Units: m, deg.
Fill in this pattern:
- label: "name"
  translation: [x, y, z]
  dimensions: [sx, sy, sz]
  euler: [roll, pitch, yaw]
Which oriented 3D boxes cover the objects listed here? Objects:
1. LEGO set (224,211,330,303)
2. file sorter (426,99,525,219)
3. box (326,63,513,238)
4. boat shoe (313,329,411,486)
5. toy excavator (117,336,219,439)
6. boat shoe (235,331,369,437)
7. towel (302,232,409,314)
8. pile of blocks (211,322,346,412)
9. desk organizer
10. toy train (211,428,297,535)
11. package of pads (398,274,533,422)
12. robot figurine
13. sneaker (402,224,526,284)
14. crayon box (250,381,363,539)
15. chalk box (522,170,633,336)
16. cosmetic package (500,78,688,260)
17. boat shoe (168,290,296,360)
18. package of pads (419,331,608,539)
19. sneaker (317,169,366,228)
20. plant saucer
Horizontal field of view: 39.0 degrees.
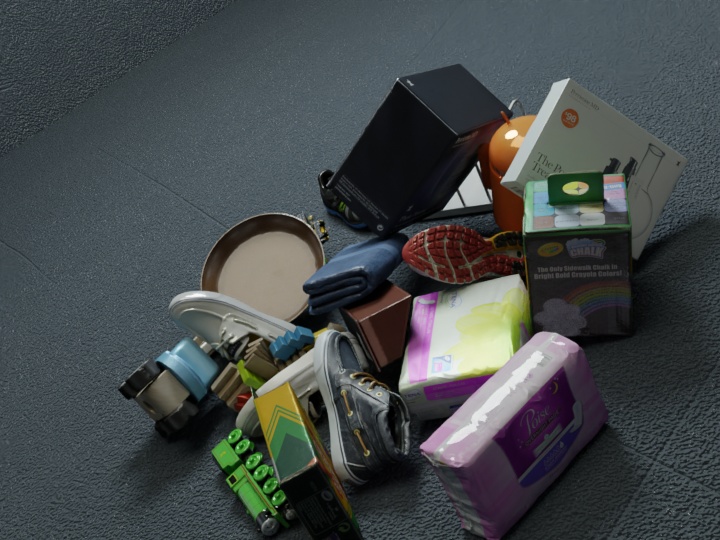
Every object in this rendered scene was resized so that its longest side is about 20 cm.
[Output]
- label: "LEGO set"
  translation: [-0.123, 0.004, 1.615]
  dimensions: [0.199, 0.116, 0.154]
  euler: [-30, 58, 2]
- label: "file sorter"
  translation: [0.167, -0.178, 1.614]
  dimensions: [0.199, 0.125, 0.139]
  euler: [-6, 36, 32]
- label: "box"
  translation: [0.087, -0.172, 1.448]
  dimensions: [0.200, 0.123, 0.199]
  euler: [-29, -22, -55]
- label: "boat shoe"
  translation: [0.007, 0.149, 1.211]
  dimensions: [0.091, 0.071, 0.201]
  euler: [-31, 55, 28]
- label: "toy excavator"
  translation: [-0.244, 0.137, 1.462]
  dimensions: [0.200, 0.100, 0.194]
  euler: [-45, 5, -27]
- label: "boat shoe"
  translation: [-0.073, 0.164, 1.323]
  dimensions: [0.200, 0.072, 0.069]
  euler: [-36, 64, 4]
- label: "towel"
  translation: [0.000, 0.000, 1.393]
  dimensions: [0.111, 0.049, 0.200]
  euler: [-17, 10, 22]
- label: "pile of blocks"
  translation: [-0.105, 0.132, 1.385]
  dimensions: [0.199, 0.082, 0.062]
  euler: [-30, 34, -5]
- label: "desk organizer"
  translation: [0.026, 0.064, 1.337]
  dimensions: [0.077, 0.072, 0.200]
  euler: [-26, 10, -5]
- label: "toy train"
  translation: [-0.132, 0.259, 1.249]
  dimensions: [0.056, 0.042, 0.200]
  euler: [-42, 31, -7]
- label: "package of pads"
  translation: [0.137, 0.091, 1.257]
  dimensions: [0.154, 0.068, 0.200]
  euler: [-13, 31, 17]
- label: "robot figurine"
  translation: [0.236, -0.125, 1.388]
  dimensions: [0.116, 0.201, 0.144]
  euler: [-16, 39, -5]
- label: "sneaker"
  translation: [0.141, -0.012, 1.360]
  dimensions: [0.199, 0.078, 0.082]
  euler: [5, -14, -29]
- label: "crayon box"
  translation: [-0.066, 0.217, 1.170]
  dimensions: [0.051, 0.127, 0.200]
  euler: [-28, 30, -2]
- label: "chalk box"
  translation: [0.259, -0.036, 1.211]
  dimensions: [0.124, 0.201, 0.124]
  euler: [-2, 34, 12]
- label: "cosmetic package"
  translation: [0.300, -0.126, 1.298]
  dimensions: [0.151, 0.199, 0.052]
  euler: [-62, 14, -8]
- label: "boat shoe"
  translation: [-0.176, 0.092, 1.430]
  dimensions: [0.071, 0.199, 0.070]
  euler: [-58, 18, 33]
- label: "package of pads"
  translation: [0.163, 0.170, 1.064]
  dimensions: [0.200, 0.121, 0.076]
  euler: [-41, 32, -22]
- label: "sneaker"
  translation: [-0.017, -0.128, 1.725]
  dimensions: [0.071, 0.083, 0.199]
  euler: [-37, 31, -18]
- label: "plant saucer"
  translation: [-0.144, 0.008, 1.531]
  dimensions: [0.199, 0.032, 0.201]
  euler: [-8, 62, 16]
